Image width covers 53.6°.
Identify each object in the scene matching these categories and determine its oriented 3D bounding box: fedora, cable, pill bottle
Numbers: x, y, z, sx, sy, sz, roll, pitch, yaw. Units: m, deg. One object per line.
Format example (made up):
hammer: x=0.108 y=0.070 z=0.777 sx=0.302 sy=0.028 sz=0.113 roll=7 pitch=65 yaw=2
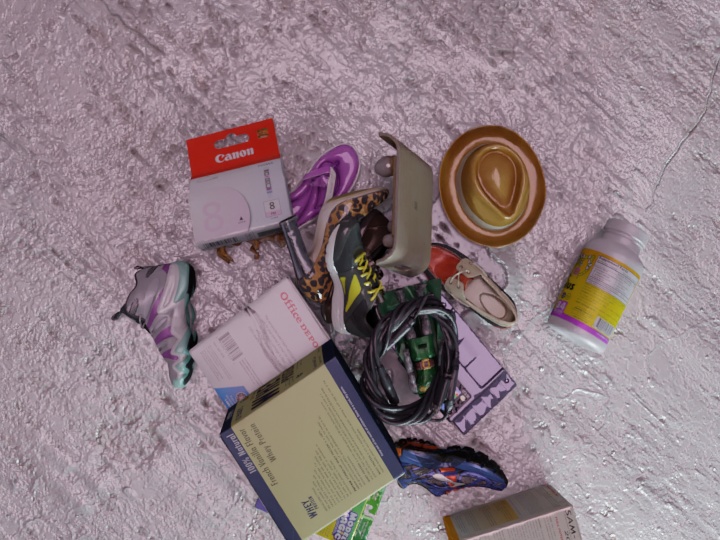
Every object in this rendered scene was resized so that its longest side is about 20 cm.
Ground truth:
fedora: x=0.222 y=-0.142 z=1.170 sx=0.194 sy=0.082 sz=0.207 roll=0 pitch=90 yaw=-1
cable: x=0.079 y=0.131 z=1.084 sx=0.159 sy=0.051 sz=0.206 roll=9 pitch=91 yaw=-18
pill bottle: x=0.392 y=0.022 z=1.161 sx=0.102 sy=0.104 sz=0.204 roll=28 pitch=88 yaw=-1

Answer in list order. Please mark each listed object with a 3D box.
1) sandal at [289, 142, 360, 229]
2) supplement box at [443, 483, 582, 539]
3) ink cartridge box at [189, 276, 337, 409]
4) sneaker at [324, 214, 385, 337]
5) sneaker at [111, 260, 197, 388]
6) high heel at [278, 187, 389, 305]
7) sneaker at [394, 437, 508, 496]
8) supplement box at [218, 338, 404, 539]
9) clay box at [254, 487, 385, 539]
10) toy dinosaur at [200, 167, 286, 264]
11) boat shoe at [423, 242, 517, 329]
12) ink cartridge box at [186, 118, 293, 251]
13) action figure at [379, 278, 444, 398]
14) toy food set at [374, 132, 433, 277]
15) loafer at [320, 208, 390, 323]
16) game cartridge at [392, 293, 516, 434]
sandal: x=-0.075 y=-0.127 z=1.180 sx=0.202 sy=0.050 sz=0.083 roll=-45 pitch=90 yaw=1
supplement box: x=0.240 y=0.420 z=1.142 sx=0.194 sy=0.126 sz=0.076 roll=-17 pitch=89 yaw=-1
ink cartridge box: x=-0.153 y=0.127 z=1.158 sx=0.198 sy=0.084 sz=0.146 roll=-36 pitch=91 yaw=-1
sneaker: x=0.001 y=0.012 z=1.075 sx=0.083 sy=0.074 sz=0.205 roll=15 pitch=127 yaw=29
sneaker: x=-0.340 y=0.090 z=1.165 sx=0.135 sy=0.078 sz=0.207 roll=-2 pitch=80 yaw=0
high heel: x=-0.024 y=-0.042 z=1.131 sx=0.196 sy=0.071 sz=0.146 roll=-24 pitch=103 yaw=-21
sneaker: x=0.146 y=0.334 z=1.176 sx=0.194 sy=0.075 sz=0.081 roll=10 pitch=98 yaw=7
supplement box: x=-0.072 y=0.251 z=1.062 sx=0.197 sy=0.134 sz=0.203 roll=-33 pitch=97 yaw=-1
clay box: x=-0.063 y=0.369 z=1.176 sx=0.195 sy=0.048 sz=0.118 roll=22 pitch=89 yaw=0
toy dinosaur: x=-0.208 y=-0.071 z=1.185 sx=0.197 sy=0.061 sz=0.108 roll=29 pitch=78 yaw=12
boat shoe: x=0.178 y=0.024 z=1.178 sx=0.199 sy=0.063 sz=0.072 roll=40 pitch=91 yaw=1
ink cartridge box: x=-0.201 y=-0.147 z=1.152 sx=0.158 sy=0.057 sz=0.206 roll=-13 pitch=77 yaw=0
action figure: x=0.099 y=0.126 z=1.151 sx=0.115 sy=0.055 sz=0.206 roll=-13 pitch=93 yaw=-4
toy food set: x=0.062 y=-0.100 z=1.129 sx=0.059 sy=0.143 sz=0.207 roll=-2 pitch=80 yaw=27
loafer: x=0.000 y=0.000 z=1.160 sx=0.070 sy=0.073 sz=0.204 roll=26 pitch=89 yaw=22
game cartridge: x=0.152 y=0.157 z=1.191 sx=0.129 sy=0.038 sz=0.201 roll=-41 pitch=90 yaw=-5
